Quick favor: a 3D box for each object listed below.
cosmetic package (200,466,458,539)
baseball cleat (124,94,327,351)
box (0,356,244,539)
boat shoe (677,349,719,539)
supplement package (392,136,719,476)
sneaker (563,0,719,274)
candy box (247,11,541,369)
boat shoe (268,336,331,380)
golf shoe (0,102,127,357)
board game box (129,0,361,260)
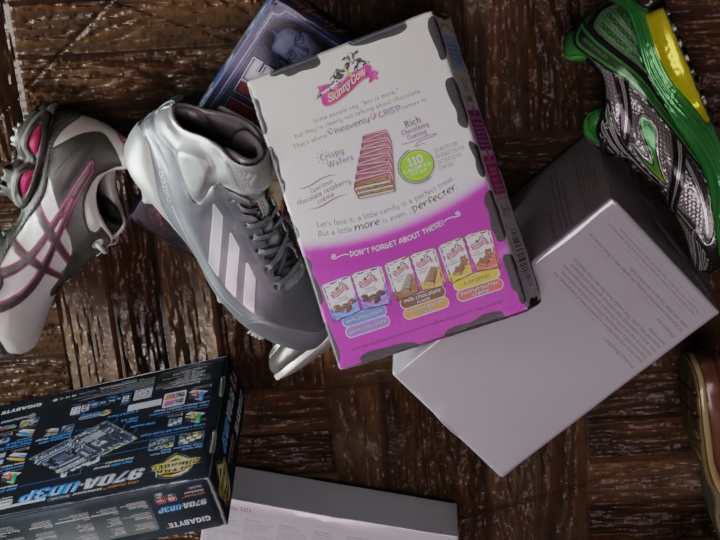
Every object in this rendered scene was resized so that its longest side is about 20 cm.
[{"bbox_3d":[-0.027,0.213,1.348,0.198,0.051,0.083,11,119,-4],"label":"cosmetic package"},{"bbox_3d":[-0.076,-0.030,1.153,0.200,0.070,0.106,46,138,-13],"label":"baseball cleat"},{"bbox_3d":[-0.190,0.141,1.255,0.198,0.159,0.046,-13,118,8],"label":"box"},{"bbox_3d":[0.288,0.136,1.290,0.067,0.072,0.201,-18,122,5],"label":"boat shoe"},{"bbox_3d":[0.132,0.023,1.204,0.200,0.120,0.121,-39,111,19],"label":"supplement package"},{"bbox_3d":[0.200,-0.089,1.155,0.085,0.078,0.201,-24,94,9],"label":"sneaker"},{"bbox_3d":[0.023,-0.052,1.115,0.135,0.061,0.202,-18,91,16],"label":"candy box"},{"bbox_3d":[0.000,0.000,1.235,0.200,0.067,0.057,-40,84,16],"label":"boat shoe"},{"bbox_3d":[-0.218,-0.017,1.215,0.087,0.077,0.201,17,117,0],"label":"golf shoe"},{"bbox_3d":[-0.057,-0.084,1.203,0.135,0.035,0.201,30,114,-13],"label":"board game box"}]
